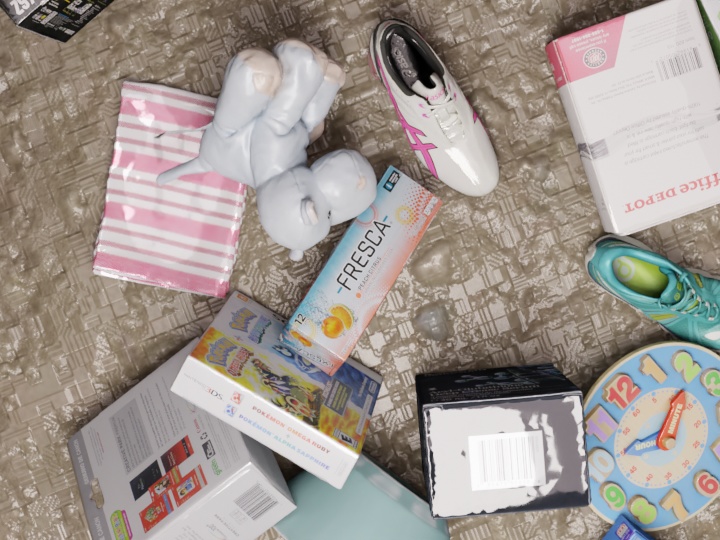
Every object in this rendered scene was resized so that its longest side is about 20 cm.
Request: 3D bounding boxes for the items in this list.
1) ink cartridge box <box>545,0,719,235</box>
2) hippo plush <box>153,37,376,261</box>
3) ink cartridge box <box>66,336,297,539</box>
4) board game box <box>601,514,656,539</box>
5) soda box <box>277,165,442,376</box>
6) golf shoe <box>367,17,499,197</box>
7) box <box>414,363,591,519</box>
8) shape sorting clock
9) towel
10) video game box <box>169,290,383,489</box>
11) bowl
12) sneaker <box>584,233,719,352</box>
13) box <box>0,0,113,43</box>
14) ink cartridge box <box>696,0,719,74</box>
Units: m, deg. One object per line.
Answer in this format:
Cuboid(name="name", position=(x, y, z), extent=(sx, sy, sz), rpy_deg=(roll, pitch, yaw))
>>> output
Cuboid(name="ink cartridge box", position=(0.282, -0.151, 1.338), extent=(0.145, 0.083, 0.202), rpy_deg=(-18, 93, 2))
Cuboid(name="hippo plush", position=(-0.070, -0.108, 1.272), extent=(0.198, 0.160, 0.162), rpy_deg=(-27, 67, -21))
Cuboid(name="ink cartridge box", position=(-0.178, 0.194, 1.306), extent=(0.175, 0.201, 0.084), rpy_deg=(-36, 129, 4))
Cuboid(name="board game box", position=(0.296, 0.366, 1.371), extent=(0.199, 0.045, 0.153), rpy_deg=(37, 94, -15))
Cuboid(name="soda box", position=(0.000, 0.000, 1.322), extent=(0.068, 0.064, 0.201), rpy_deg=(34, 67, -2))
Cuboid(name="golf shoe", position=(0.071, -0.156, 1.337), extent=(0.072, 0.092, 0.201), rpy_deg=(-35, 94, 1))
Cuboid(name="box", position=(0.131, 0.159, 1.302), extent=(0.146, 0.200, 0.109), rpy_deg=(-5, 93, 0))
Cuboid(name="shape sorting clock", position=(0.303, 0.169, 1.359), extent=(0.197, 0.039, 0.203), rpy_deg=(-3, 103, -13))
Cuboid(name="towel", position=(-0.188, -0.082, 1.376), extent=(0.144, 0.030, 0.203), rpy_deg=(11, 94, -1))
Cuboid(name="video game box", position=(-0.073, 0.108, 1.301), extent=(0.181, 0.200, 0.047), rpy_deg=(28, 108, -2))
Cuboid(name="bowl", position=(0.009, 0.246, 1.317), extent=(0.200, 0.201, 0.106), rpy_deg=(35, 87, -2))
Cuboid(name="sneaker", position=(0.315, 0.028, 1.351), extent=(0.198, 0.080, 0.078), rpy_deg=(23, 94, -2))
Cuboid(name="box", position=(-0.256, -0.289, 1.278), extent=(0.159, 0.200, 0.049), rpy_deg=(-42, 94, 4))
Cuboid(name="ink cartridge box", position=(0.389, -0.260, 1.341), extent=(0.103, 0.059, 0.202), rpy_deg=(-26, 93, 2))
